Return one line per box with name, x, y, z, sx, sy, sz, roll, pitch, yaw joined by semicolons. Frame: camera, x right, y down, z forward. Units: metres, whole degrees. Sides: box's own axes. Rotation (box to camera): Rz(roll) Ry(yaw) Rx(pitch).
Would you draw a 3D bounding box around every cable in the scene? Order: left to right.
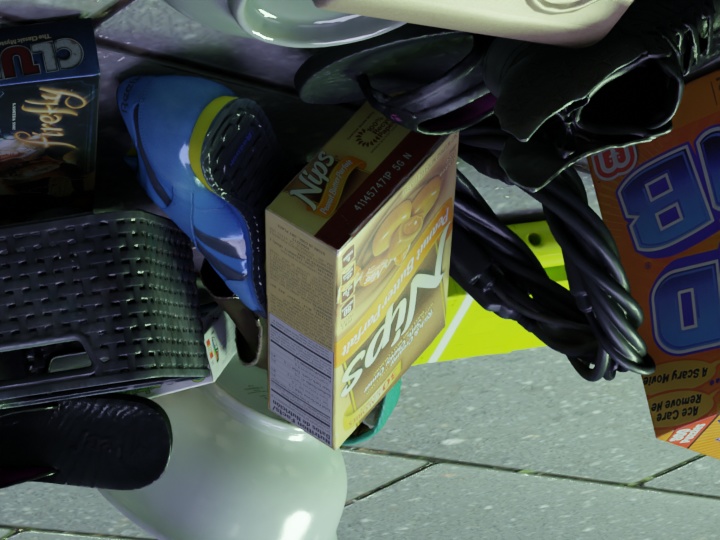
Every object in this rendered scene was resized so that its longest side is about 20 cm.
cable;0.102;-0.018;1.616;0.051;0.200;0.163;-35;158;-23

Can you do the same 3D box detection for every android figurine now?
android figurine;0.081;0.019;1.876;0.200;0.041;0.182;-7;159;-13

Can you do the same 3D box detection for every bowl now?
bowl;-0.085;0.111;1.877;0.201;0.201;0.090;9;117;-43

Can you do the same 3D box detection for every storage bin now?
storage bin;-0.168;0.024;1.582;0.135;0.094;0.200;-9;178;6

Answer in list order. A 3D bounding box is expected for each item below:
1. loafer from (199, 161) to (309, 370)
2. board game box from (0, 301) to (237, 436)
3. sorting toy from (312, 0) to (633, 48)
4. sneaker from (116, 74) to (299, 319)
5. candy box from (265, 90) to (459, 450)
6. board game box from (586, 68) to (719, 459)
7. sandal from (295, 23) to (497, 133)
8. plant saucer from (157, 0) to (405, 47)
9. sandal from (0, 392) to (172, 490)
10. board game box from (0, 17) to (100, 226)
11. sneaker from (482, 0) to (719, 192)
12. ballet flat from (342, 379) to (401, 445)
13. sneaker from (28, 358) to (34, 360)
loafer;-0.064;-0.003;1.720;0.071;0.073;0.200;-3;148;-10
board game box;-0.181;0.067;1.799;0.200;0.035;0.126;-15;-173;9
sorting toy;0.094;-0.183;1.322;0.185;0.036;0.200;4;139;-43
sneaker;-0.080;-0.045;1.574;0.078;0.066;0.200;21;157;27
candy box;0.000;0.000;1.616;0.115;0.055;0.200;-47;157;-28
board game box;0.283;-0.009;1.687;0.200;0.200;0.200;-23;156;27
sandal;0.066;-0.105;1.520;0.200;0.048;0.075;-7;159;-14
plant saucer;-0.014;-0.154;1.378;0.200;0.050;0.200;-10;159;-4
sandal;-0.215;0.103;1.719;0.200;0.075;0.048;-2;-166;5
board game box;-0.210;-0.067;1.515;0.135;0.035;0.200;-8;159;-9
sneaker;0.143;-0.102;1.460;0.200;0.104;0.060;-19;120;-21
ballet flat;-0.003;0.045;1.785;0.067;0.070;0.200;16;144;12
sneaker;-0.270;0.028;1.688;0.088;0.075;0.200;-5;162;16
